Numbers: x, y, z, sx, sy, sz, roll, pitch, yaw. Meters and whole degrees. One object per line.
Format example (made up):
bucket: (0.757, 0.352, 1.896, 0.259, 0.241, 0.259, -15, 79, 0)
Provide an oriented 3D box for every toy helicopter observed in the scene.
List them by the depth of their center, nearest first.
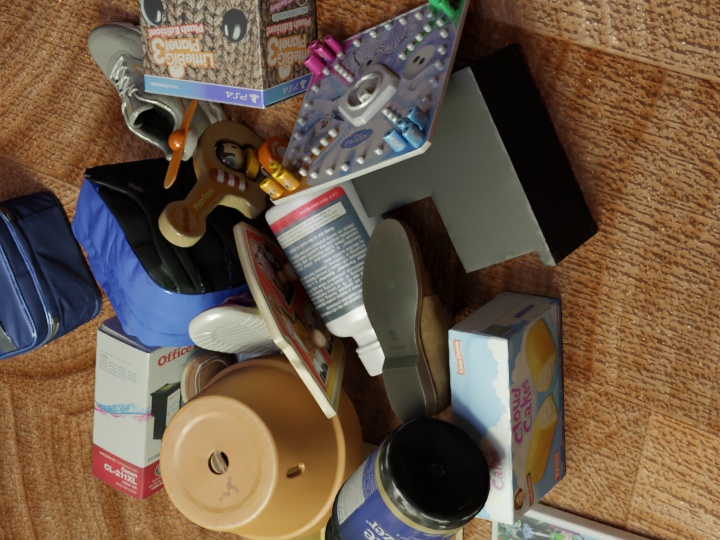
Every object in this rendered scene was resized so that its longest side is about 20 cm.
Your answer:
toy helicopter: (-0.157, -0.096, 1.491, 0.132, 0.200, 0.079, 42, 129, -8)

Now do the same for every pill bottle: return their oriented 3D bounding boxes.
pill bottle: (0.038, 0.231, 1.414, 0.112, 0.112, 0.200, 48, 143, 9)
pill bottle: (0.000, 0.000, 1.472, 0.120, 0.120, 0.200, -28, 91, 39)

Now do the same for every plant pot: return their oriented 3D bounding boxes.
plant pot: (-0.115, 0.189, 1.499, 0.200, 0.140, 0.200, 0, 90, 24)

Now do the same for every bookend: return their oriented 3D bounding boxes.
bookend: (0.091, -0.086, 1.392, 0.199, 0.092, 0.200, -20, 98, 40)

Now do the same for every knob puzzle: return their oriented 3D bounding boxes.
knob puzzle: (-0.066, 0.031, 1.489, 0.030, 0.220, 0.220, -29, 91, 12)

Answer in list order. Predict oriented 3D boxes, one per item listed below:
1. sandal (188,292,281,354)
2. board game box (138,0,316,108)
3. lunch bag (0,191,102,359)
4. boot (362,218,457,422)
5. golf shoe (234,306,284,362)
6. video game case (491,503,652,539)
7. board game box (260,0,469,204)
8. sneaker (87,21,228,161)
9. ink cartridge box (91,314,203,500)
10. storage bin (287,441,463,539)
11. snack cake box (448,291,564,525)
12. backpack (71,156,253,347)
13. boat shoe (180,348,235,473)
sandal: (-0.120, 0.051, 1.481, 0.082, 0.203, 0.050, -21, 73, 15)
board game box: (-0.138, -0.280, 1.468, 0.159, 0.097, 0.200, 11, 114, 31)
lunch bag: (-0.429, 0.002, 1.765, 0.136, 0.132, 0.200, -20, 97, 38)
boot: (0.055, 0.043, 1.402, 0.074, 0.075, 0.200, 2, 106, 49)
golf shoe: (-0.104, 0.104, 1.634, 0.097, 0.078, 0.200, 19, 116, 50)
video game case: (0.228, 0.341, 1.517, 0.200, 0.023, 0.182, 14, 116, 31)
board game box: (0.003, -0.170, 1.360, 0.200, 0.200, 0.026, -17, 135, 41)
sneaker: (-0.236, -0.197, 1.574, 0.200, 0.092, 0.076, 42, 126, 14)
ink cartridge box: (-0.231, 0.141, 1.674, 0.083, 0.146, 0.200, 23, 121, 29)
storage bin: (0.006, 0.297, 1.607, 0.200, 0.094, 0.199, 13, 115, 30)
snack cake box: (0.146, 0.134, 1.429, 0.067, 0.115, 0.200, 9, 114, 32)
backpack: (-0.200, -0.007, 1.563, 0.200, 0.162, 0.168, 51, 141, 32)
boat shoe: (-0.148, 0.171, 1.650, 0.072, 0.076, 0.200, 39, 153, 44)
